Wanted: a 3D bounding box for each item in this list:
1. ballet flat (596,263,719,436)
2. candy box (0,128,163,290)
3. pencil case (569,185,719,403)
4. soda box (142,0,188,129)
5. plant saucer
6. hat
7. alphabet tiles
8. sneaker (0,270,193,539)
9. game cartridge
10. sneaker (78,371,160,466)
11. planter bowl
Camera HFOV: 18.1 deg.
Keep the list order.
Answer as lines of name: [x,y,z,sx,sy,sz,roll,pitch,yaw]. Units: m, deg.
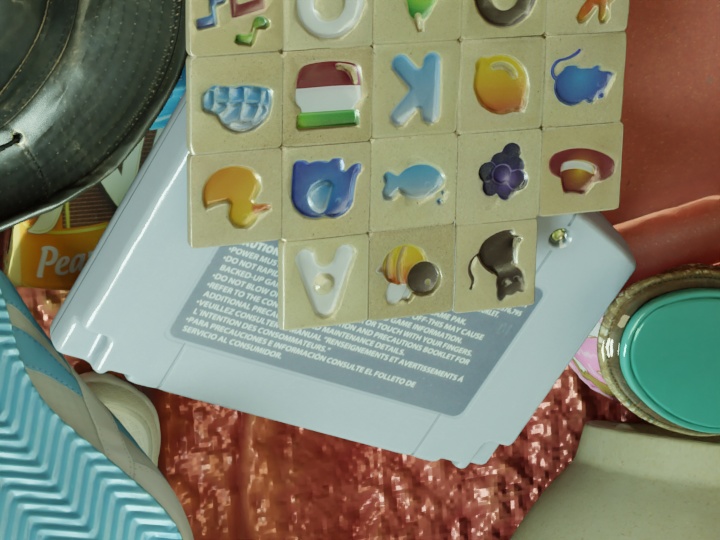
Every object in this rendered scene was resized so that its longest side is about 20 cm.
ballet flat: [0.156,0.031,0.915,0.200,0.065,0.071,15,107,-38]
candy box: [-0.047,-0.046,0.916,0.199,0.055,0.116,5,99,-21]
pencil case: [0.165,-0.022,0.986,0.200,0.083,0.087,-34,97,-11]
soda box: [-0.070,-0.157,0.845,0.068,0.064,0.201,-8,83,-25]
plant saucer: [0.085,-0.072,0.871,0.199,0.037,0.200,-17,130,-9]
hat: [-0.162,-0.101,0.791,0.081,0.200,0.201,9,100,-66]
alphabet tiles: [0.019,-0.079,0.782,0.166,0.006,0.201,-6,109,-22]
sneaker: [-0.137,0.056,0.851,0.076,0.081,0.200,-37,81,-4]
game cartridge: [0.000,0.000,0.846,0.200,0.042,0.133,18,114,-32]
sneaker: [-0.135,0.137,0.906,0.075,0.081,0.200,29,88,-21]
planter bowl: [0.146,0.135,0.955,0.200,0.200,0.135,7,89,-21]
